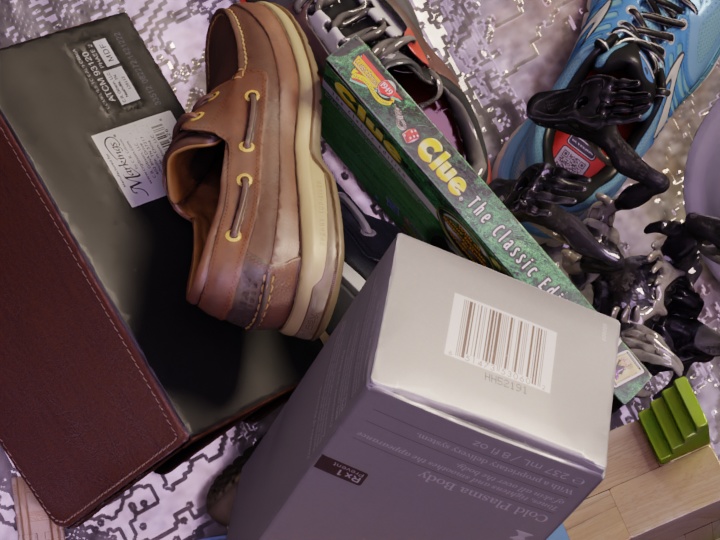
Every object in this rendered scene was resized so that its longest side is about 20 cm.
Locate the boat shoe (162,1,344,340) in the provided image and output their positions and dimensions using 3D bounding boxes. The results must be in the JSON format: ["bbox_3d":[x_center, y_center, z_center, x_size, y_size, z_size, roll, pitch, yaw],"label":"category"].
[{"bbox_3d":[-0.055,-0.055,0.909,0.067,0.072,0.201,5,45,-17],"label":"boat shoe"}]

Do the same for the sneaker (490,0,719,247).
[{"bbox_3d":[0.143,-0.103,1.019,0.078,0.090,0.201,30,81,-4],"label":"sneaker"}]

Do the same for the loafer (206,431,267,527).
[{"bbox_3d":[0.016,0.075,0.993,0.200,0.076,0.068,-37,99,-10],"label":"loafer"}]

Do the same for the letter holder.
[{"bbox_3d":[-0.132,0.004,0.970,0.100,0.142,0.200,-25,82,-44],"label":"letter holder"}]

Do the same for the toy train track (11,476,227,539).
[{"bbox_3d":[-0.111,0.151,0.985,0.199,0.033,0.115,-8,85,-10],"label":"toy train track"}]

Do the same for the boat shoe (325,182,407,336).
[{"bbox_3d":[0.000,0.000,0.953,0.060,0.076,0.200,-31,49,-22],"label":"boat shoe"}]

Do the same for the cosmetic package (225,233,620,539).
[{"bbox_3d":[0.019,0.085,0.851,0.106,0.200,0.090,20,47,-9],"label":"cosmetic package"}]

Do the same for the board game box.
[{"bbox_3d":[0.051,-0.012,0.920,0.023,0.105,0.200,-39,84,-10],"label":"board game box"}]

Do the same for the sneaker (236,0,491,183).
[{"bbox_3d":[0.007,-0.113,1.004,0.077,0.082,0.200,-38,91,-10],"label":"sneaker"}]

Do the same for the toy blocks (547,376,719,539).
[{"bbox_3d":[0.107,0.136,0.955,0.136,0.200,0.100,-23,62,0],"label":"toy blocks"}]

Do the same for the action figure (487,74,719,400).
[{"bbox_3d":[0.138,0.004,0.957,0.119,0.102,0.200,-54,134,-14],"label":"action figure"}]

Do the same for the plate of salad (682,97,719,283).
[{"bbox_3d":[0.262,-0.040,1.004,0.199,0.200,0.048,26,42,-5],"label":"plate of salad"}]
